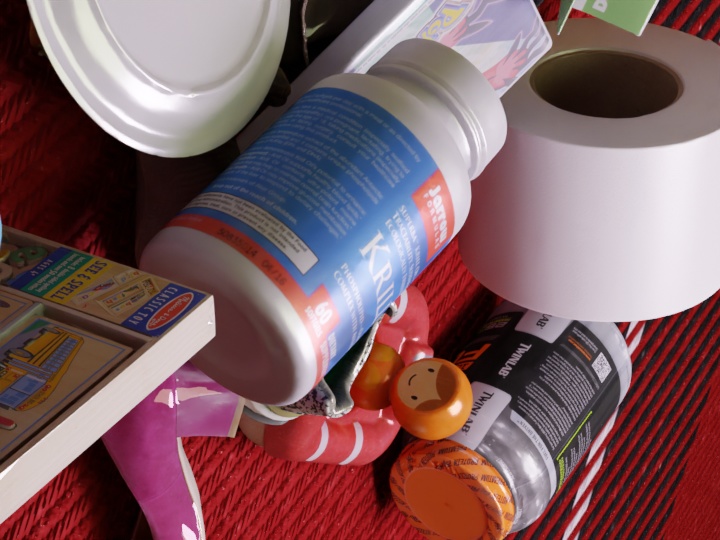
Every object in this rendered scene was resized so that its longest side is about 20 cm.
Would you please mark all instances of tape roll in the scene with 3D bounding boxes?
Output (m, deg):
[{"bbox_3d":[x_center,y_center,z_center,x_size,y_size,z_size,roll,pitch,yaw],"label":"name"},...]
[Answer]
[{"bbox_3d":[0.169,-0.074,1.443,0.203,0.202,0.139,-41,140,-47],"label":"tape roll"}]

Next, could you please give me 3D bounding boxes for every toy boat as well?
[{"bbox_3d":[0.010,0.068,1.297,0.200,0.130,0.131,15,92,-64],"label":"toy boat"}]

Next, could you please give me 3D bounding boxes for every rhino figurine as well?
[{"bbox_3d":[-0.089,-0.035,1.116,0.087,0.060,0.200,-29,134,-42],"label":"rhino figurine"}]

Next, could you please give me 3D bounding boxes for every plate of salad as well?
[{"bbox_3d":[-0.104,-0.155,1.014,0.200,0.048,0.201,7,81,-53],"label":"plate of salad"}]

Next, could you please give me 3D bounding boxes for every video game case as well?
[{"bbox_3d":[0.024,-0.106,1.232,0.200,0.023,0.182,-45,157,0],"label":"video game case"}]

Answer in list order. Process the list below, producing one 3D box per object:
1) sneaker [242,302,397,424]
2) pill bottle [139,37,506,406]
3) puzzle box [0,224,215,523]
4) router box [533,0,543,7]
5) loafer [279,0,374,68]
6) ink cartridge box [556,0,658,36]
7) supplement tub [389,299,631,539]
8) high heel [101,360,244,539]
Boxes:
[{"bbox_3d":[0.000,0.000,1.162,0.077,0.089,0.200,23,85,-43],"label":"sneaker"},{"bbox_3d":[-0.012,-0.033,1.069,0.200,0.112,0.112,-46,145,-29],"label":"pill bottle"},{"bbox_3d":[-0.174,0.050,0.919,0.200,0.133,0.025,-43,142,-46],"label":"puzzle box"},{"bbox_3d":[0.118,-0.241,1.306,0.200,0.051,0.149,131,-18,-77],"label":"router box"},{"bbox_3d":[0.009,-0.178,1.206,0.200,0.071,0.073,-47,145,-42],"label":"loafer"},{"bbox_3d":[0.172,-0.217,1.274,0.200,0.059,0.104,-74,-171,-60],"label":"ink cartridge box"},{"bbox_3d":[0.111,0.113,1.537,0.200,0.122,0.123,-48,145,-41],"label":"supplement tub"},{"bbox_3d":[-0.132,0.129,1.166,0.096,0.067,0.200,4,129,-21],"label":"high heel"}]
